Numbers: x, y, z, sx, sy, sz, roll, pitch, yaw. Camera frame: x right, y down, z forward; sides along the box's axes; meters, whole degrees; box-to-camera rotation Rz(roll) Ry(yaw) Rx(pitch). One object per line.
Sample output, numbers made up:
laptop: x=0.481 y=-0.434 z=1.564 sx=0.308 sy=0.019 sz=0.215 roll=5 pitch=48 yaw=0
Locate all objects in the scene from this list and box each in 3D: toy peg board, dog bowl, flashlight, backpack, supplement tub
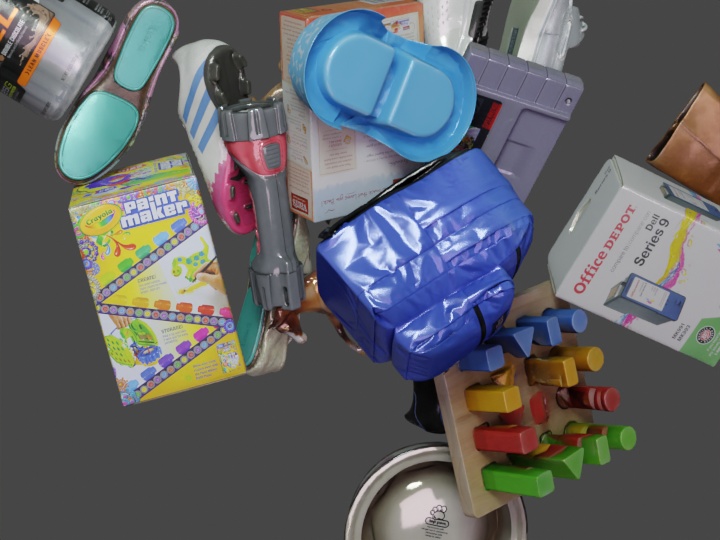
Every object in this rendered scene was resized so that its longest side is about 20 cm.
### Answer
toy peg board: x=0.188 y=0.130 z=1.549 sx=0.199 sy=0.098 sz=0.200 roll=-20 pitch=102 yaw=-39
dog bowl: x=0.075 y=0.274 z=1.620 sx=0.199 sy=0.074 sz=0.201 roll=-2 pitch=100 yaw=-9
dog bowl: x=0.018 y=-0.176 z=1.414 sx=0.199 sy=0.050 sz=0.112 roll=19 pitch=95 yaw=-37
flashlight: x=-0.095 y=-0.065 z=1.465 sx=0.068 sy=0.068 sz=0.201 roll=-1 pitch=109 yaw=14
backpack: x=0.076 y=-0.005 z=1.452 sx=0.200 sy=0.163 sz=0.168 roll=-37 pitch=79 yaw=-14
supplement tub: x=-0.343 y=-0.241 z=1.428 sx=0.199 sy=0.123 sz=0.123 roll=31 pitch=94 yaw=-13

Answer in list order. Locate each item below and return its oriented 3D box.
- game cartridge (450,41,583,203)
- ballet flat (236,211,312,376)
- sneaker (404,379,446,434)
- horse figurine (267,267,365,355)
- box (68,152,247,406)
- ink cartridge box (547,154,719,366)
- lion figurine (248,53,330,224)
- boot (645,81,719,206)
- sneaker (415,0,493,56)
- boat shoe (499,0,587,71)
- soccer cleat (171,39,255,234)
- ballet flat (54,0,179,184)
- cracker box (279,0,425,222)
game cartridge: x=0.127 y=-0.127 z=1.529 sx=0.129 sy=0.038 sz=0.201 roll=13 pitch=127 yaw=-16
ballet flat: x=-0.084 y=0.012 z=1.560 sx=0.062 sy=0.067 sz=0.201 roll=7 pitch=104 yaw=-41
sneaker: x=0.094 y=0.072 z=1.589 sx=0.070 sy=0.078 sz=0.201 roll=27 pitch=71 yaw=-43
horse figurine: x=0.000 y=0.000 z=1.553 sx=0.132 sy=0.050 sz=0.200 roll=32 pitch=91 yaw=-31
box: x=-0.196 y=0.002 z=1.457 sx=0.121 sy=0.200 sz=0.194 roll=-15 pitch=102 yaw=-6
ink cartridge box: x=0.317 y=-0.009 z=1.583 sx=0.199 sy=0.088 sz=0.146 roll=25 pitch=114 yaw=-10
lion figurine: x=-0.032 y=-0.157 z=1.532 sx=0.122 sy=0.072 sz=0.201 roll=-34 pitch=118 yaw=-12
boot: x=0.436 y=-0.134 z=1.621 sx=0.200 sy=0.069 sz=0.188 roll=39 pitch=104 yaw=-9
sneaker: x=0.090 y=-0.250 z=1.537 sx=0.080 sy=0.074 sz=0.201 roll=18 pitch=104 yaw=17
boat shoe: x=0.192 y=-0.245 z=1.553 sx=0.071 sy=0.070 sz=0.202 roll=12 pitch=102 yaw=-22
soccer cleat: x=-0.141 y=-0.136 z=1.514 sx=0.070 sy=0.086 sz=0.201 roll=-26 pitch=119 yaw=-38
ballet flat: x=-0.239 y=-0.175 z=1.482 sx=0.069 sy=0.071 sz=0.201 roll=27 pitch=89 yaw=-17
cracker box: x=-0.006 y=-0.159 z=1.471 sx=0.133 sy=0.058 sz=0.201 roll=-13 pitch=112 yaw=-31
